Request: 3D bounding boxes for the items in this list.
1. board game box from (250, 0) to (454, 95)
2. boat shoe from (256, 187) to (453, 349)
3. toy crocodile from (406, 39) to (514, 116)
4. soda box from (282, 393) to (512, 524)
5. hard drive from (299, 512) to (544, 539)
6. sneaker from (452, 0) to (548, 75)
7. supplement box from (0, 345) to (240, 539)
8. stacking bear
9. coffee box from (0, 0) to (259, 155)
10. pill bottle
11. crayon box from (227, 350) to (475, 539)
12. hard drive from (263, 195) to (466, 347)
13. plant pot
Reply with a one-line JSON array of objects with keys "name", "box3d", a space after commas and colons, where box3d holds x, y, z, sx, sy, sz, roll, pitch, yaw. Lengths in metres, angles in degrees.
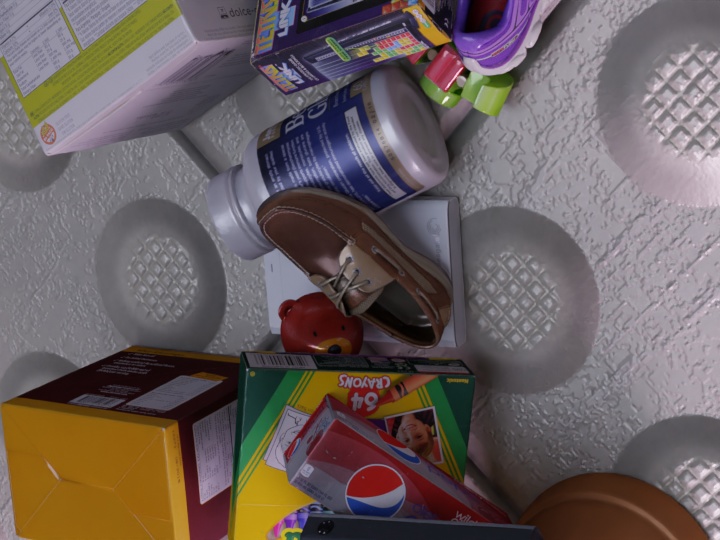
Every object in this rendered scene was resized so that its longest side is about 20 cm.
[{"name": "board game box", "box3d": [-0.001, -0.259, 1.144, 0.164, 0.057, 0.202, -13, 58, 33]}, {"name": "boat shoe", "box3d": [0.000, 0.000, 1.170, 0.199, 0.072, 0.076, 29, 128, -22]}, {"name": "toy crocodile", "box3d": [0.051, -0.202, 1.186, 0.200, 0.062, 0.068, 47, 120, 13]}, {"name": "soda box", "box3d": [0.035, 0.188, 1.152, 0.199, 0.063, 0.070, 35, 97, -15]}, {"name": "hard drive", "box3d": [0.066, 0.248, 1.102, 0.198, 0.033, 0.140, -2, 134, 31]}, {"name": "sneaker", "box3d": [0.127, -0.253, 1.097, 0.080, 0.083, 0.202, 18, 88, 21]}, {"name": "supplement box", "box3d": [-0.200, 0.170, 1.341, 0.195, 0.199, 0.135, 4, 105, 29]}, {"name": "stacking bear", "box3d": [-0.029, 0.118, 1.272, 0.120, 0.114, 0.203, -8, 108, -9]}, {"name": "coffee box", "box3d": [-0.193, -0.246, 1.237, 0.199, 0.199, 0.199, -29, 86, 33]}, {"name": "pill bottle", "box3d": [-0.033, -0.086, 1.217, 0.198, 0.111, 0.112, -26, 89, 22]}, {"name": "crayon box", "box3d": [-0.010, 0.163, 1.203, 0.197, 0.058, 0.175, 2, 102, -11]}, {"name": "hard drive", "box3d": [0.000, -0.002, 1.286, 0.198, 0.026, 0.134, 3, 103, 30]}, {"name": "plant pot", "box3d": [0.192, 0.288, 1.177, 0.198, 0.140, 0.203, 7, 105, 29]}]
